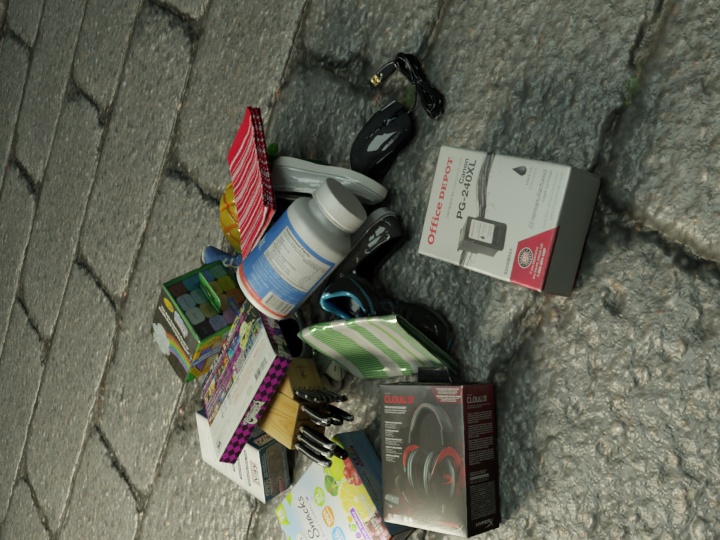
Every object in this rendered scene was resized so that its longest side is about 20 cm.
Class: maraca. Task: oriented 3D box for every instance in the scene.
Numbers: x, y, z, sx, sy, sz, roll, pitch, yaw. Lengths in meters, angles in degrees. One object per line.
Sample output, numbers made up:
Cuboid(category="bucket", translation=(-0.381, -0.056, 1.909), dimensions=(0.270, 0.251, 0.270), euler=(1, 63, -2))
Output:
Cuboid(category="maraca", translation=(-0.187, -0.128, 1.232), dimensions=(0.135, 0.106, 0.205), euler=(23, 102, 39))

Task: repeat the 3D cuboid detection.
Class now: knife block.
Cuboid(category="knife block", translation=(-0.094, 0.231, 1.041), dimensions=(0.200, 0.063, 0.179), euler=(-44, 53, 36))

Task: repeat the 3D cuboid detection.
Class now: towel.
Cuboid(category="towel", translation=(0.021, 0.111, 0.975), dimensions=(0.197, 0.152, 0.024), euler=(-9, 51, 44))
Cuboid(category="towel", translation=(-0.178, -0.140, 1.114), dimensions=(0.145, 0.022, 0.205), euler=(-51, 45, 50))

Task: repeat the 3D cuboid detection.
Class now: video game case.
Cuboid(category="video game case", translation=(-0.182, 0.160, 1.087), dimensions=(0.203, 0.035, 0.182), euler=(-60, 32, 17))

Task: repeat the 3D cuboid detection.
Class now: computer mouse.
Cuboid(category="computer mouse", translation=(0.028, -0.236, 1.068), dimensions=(0.200, 0.045, 0.143), euler=(-42, 59, 34))

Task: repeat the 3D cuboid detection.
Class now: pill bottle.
Cuboid(category="pill bottle", translation=(-0.083, -0.034, 1.024), dimensions=(0.200, 0.111, 0.113), euler=(-46, 56, 18))

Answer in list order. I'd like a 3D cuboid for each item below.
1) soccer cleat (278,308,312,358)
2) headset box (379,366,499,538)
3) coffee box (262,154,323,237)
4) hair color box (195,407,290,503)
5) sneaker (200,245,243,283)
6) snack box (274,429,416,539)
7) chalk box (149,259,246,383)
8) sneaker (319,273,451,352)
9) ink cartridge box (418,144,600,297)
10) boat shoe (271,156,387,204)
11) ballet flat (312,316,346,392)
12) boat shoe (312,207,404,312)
Cuboid(category="soccer cleat", translation=(-0.126, 0.067, 1.149), dimensions=(0.067, 0.085, 0.205), euler=(-17, 73, -5))
Cuboid(category="headset box", translation=(0.101, 0.231, 0.925), dimensions=(0.146, 0.074, 0.206), euler=(-7, 81, 44))
Cuboid(category="coffee box", translation=(-0.120, -0.084, 1.150), dimensions=(0.044, 0.120, 0.206), euler=(162, 107, -66))
Cuboid(category="hair color box", translation=(-0.207, 0.311, 1.220), dimensions=(0.197, 0.060, 0.103), euler=(15, 116, 45))
Cuboid(category="sneaker", translation=(-0.217, 0.001, 1.273), dimensions=(0.198, 0.075, 0.079), euler=(34, 112, 31))
Cuboid(category="snack box", translation=(-0.029, 0.372, 1.047), dimensions=(0.202, 0.067, 0.170), euler=(-55, 52, 28))
Cuboid(category="chalk box", translation=(-0.268, 0.076, 1.205), dimensions=(0.126, 0.123, 0.201), euler=(51, 140, 15))
Cuboid(category="sneaker", translation=(0.032, 0.072, 0.981), dimensions=(0.196, 0.081, 0.075), euler=(22, 110, 22))
Cuboid(category="ink cartridge box", translation=(0.178, -0.066, 0.874), dimensions=(0.197, 0.082, 0.149), euler=(19, 99, 44))
Cuboid(category="boat shoe", translation=(-0.056, -0.123, 1.079), dimensions=(0.195, 0.072, 0.070), euler=(16, 81, 14))
Cuboid(category="ballet flat", translation=(-0.055, 0.165, 1.111), dimensions=(0.063, 0.067, 0.203), euler=(36, 114, 11))
Cuboid(category="boat shoe", translation=(0.000, 0.000, 1.064), dimensions=(0.201, 0.069, 0.067), euler=(-50, 53, 20))
